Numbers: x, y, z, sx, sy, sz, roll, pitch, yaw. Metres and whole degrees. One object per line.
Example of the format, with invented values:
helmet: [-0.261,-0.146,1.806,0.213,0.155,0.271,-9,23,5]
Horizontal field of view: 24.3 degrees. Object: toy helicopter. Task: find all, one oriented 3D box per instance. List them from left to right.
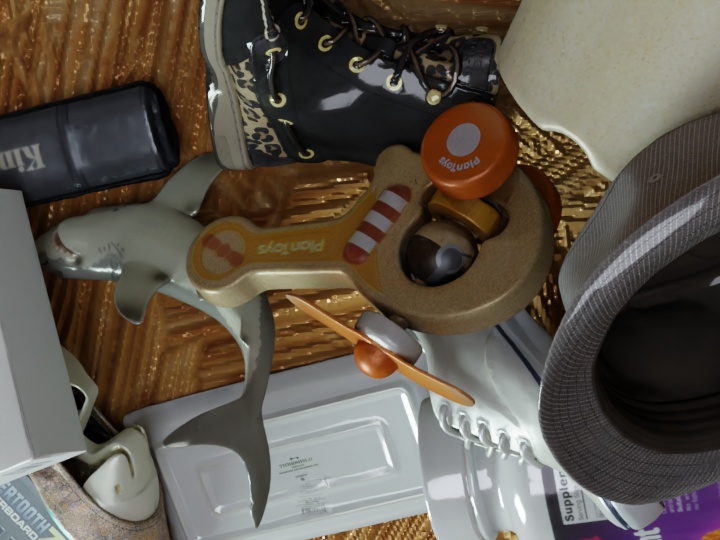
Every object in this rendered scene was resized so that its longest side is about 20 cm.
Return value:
toy helicopter: [0.000,0.000,0.826,0.198,0.134,0.079,-4,153,27]

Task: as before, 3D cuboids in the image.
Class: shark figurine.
shark figurine: [-0.079,0.026,0.916,0.128,0.215,0.090,-37,144,-8]

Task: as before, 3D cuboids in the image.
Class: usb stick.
usb stick: [-0.196,-0.061,0.938,0.198,0.033,0.056,-11,109,14]

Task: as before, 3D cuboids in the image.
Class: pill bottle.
pill bottle: [0.135,0.096,0.898,0.198,0.112,0.113,-9,108,13]

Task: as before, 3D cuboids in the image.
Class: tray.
tray: [-0.036,0.113,0.981,0.198,0.022,0.108,-15,108,14]

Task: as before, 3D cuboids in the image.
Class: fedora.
fedora: [0.154,0.001,0.725,0.199,0.091,0.177,-37,132,13]

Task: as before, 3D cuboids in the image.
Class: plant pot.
plant pot: [0.163,-0.138,0.770,0.199,0.201,0.184,30,118,-3]

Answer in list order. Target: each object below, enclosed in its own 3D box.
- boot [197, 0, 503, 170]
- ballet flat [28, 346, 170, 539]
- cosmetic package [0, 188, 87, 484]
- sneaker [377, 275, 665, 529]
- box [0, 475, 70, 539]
boot: [-0.003,-0.114,0.834,0.149,0.074,0.201,7,143,3]
ballet flat: [-0.164,0.098,0.964,0.067,0.068,0.200,-37,97,31]
cosmetic package: [-0.257,0.059,0.933,0.199,0.052,0.152,-22,80,27]
sneaker: [0.076,0.066,0.832,0.071,0.200,0.073,-40,135,3]
box: [-0.232,0.172,1.020,0.157,0.051,0.200,-41,98,20]
